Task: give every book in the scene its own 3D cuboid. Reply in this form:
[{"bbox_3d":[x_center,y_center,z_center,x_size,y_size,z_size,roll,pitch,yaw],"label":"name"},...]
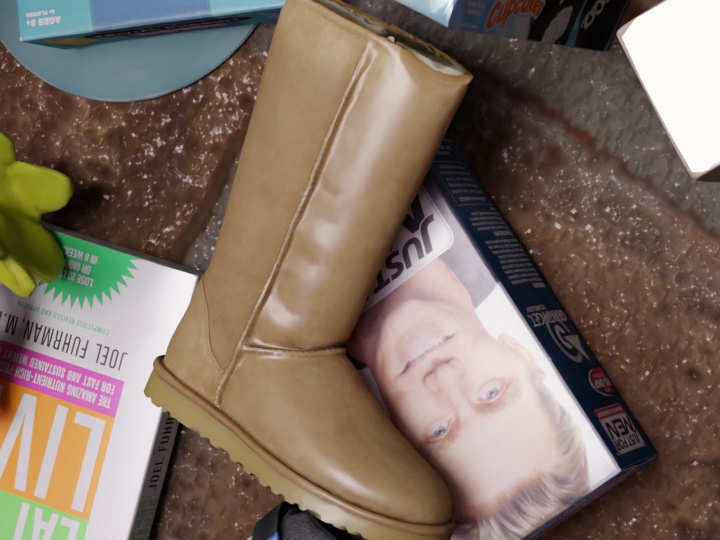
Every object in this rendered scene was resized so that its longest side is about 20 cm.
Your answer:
[{"bbox_3d":[-0.159,0.082,1.049,0.133,0.048,0.201,16,94,22],"label":"book"}]

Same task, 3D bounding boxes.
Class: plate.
[{"bbox_3d":[-0.126,-0.187,1.036,0.199,0.026,0.202,1,92,24],"label":"plate"}]

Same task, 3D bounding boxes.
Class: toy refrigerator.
[{"bbox_3d":[0.175,-0.075,0.809,0.076,0.200,0.070,-30,80,21],"label":"toy refrigerator"}]

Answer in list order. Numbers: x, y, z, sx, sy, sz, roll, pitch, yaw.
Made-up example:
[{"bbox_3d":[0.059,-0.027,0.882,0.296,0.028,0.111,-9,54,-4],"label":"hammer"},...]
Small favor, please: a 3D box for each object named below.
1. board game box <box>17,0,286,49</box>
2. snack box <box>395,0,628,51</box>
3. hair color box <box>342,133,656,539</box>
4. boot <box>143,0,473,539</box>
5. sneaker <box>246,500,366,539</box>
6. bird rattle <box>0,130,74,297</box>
[{"bbox_3d":[-0.097,-0.217,0.984,0.150,0.047,0.202,-4,89,23],"label":"board game box"},{"bbox_3d":[0.032,-0.136,0.870,0.116,0.200,0.037,28,104,20],"label":"snack box"},{"bbox_3d":[0.038,0.032,0.948,0.100,0.060,0.201,-37,77,21],"label":"hair color box"},{"bbox_3d":[0.000,0.000,0.896,0.174,0.066,0.201,29,103,22],"label":"boot"},{"bbox_3d":[0.007,0.195,0.957,0.200,0.073,0.112,48,110,17],"label":"sneaker"},{"bbox_3d":[-0.245,0.003,0.995,0.198,0.113,0.164,4,111,8],"label":"bird rattle"}]
